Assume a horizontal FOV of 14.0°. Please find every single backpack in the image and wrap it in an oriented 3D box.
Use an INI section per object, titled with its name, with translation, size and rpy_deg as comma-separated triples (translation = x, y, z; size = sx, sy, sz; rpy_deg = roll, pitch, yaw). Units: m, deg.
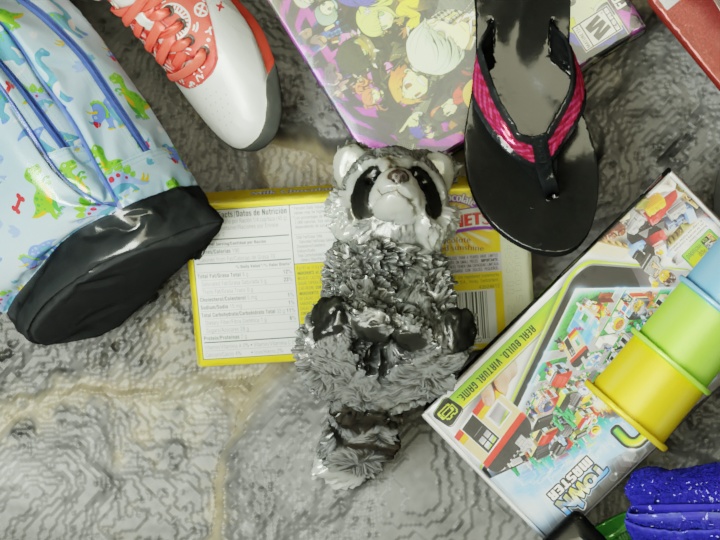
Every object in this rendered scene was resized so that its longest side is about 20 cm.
[backpack]
translation = -0.192, -0.072, 1.671
size = 0.153, 0.163, 0.200
rpy_deg = -7, 71, -39

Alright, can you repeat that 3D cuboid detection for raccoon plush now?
[raccoon plush]
translation = -0.003, 0.017, 1.672
size = 0.097, 0.200, 0.134
rpy_deg = 15, 51, -20

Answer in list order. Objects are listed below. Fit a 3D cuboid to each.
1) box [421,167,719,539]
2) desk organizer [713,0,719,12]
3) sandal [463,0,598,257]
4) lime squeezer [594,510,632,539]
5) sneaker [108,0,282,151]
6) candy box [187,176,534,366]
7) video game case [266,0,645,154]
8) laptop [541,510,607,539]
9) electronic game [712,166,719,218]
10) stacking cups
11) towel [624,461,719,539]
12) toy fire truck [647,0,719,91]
[box]
translation = 0.143, 0.049, 1.678
size = 0.110, 0.035, 0.200
rpy_deg = 45, 98, 0
[desk organizer]
translation = 0.217, -0.176, 1.574
size = 0.072, 0.077, 0.200
rpy_deg = -30, 87, 2
[sandal]
translation = 0.094, -0.107, 1.660
size = 0.075, 0.045, 0.201
rpy_deg = -4, 82, -3
[lime squeezer]
translation = 0.161, 0.167, 1.706
size = 0.199, 0.038, 0.071
rpy_deg = 6, 119, 2
[sneaker]
translation = -0.125, -0.154, 1.683
size = 0.067, 0.108, 0.202
rpy_deg = -28, 81, 42
[candy box]
translation = 0.000, 0.000, 1.704
size = 0.199, 0.026, 0.103
rpy_deg = -3, 106, 2
[video game case]
translation = 0.039, -0.176, 1.718
size = 0.181, 0.036, 0.200
rpy_deg = -32, 87, 3
[laptop]
translation = 0.108, 0.276, 1.677
size = 0.200, 0.116, 0.187
rpy_deg = -43, 87, -10
[electronic game]
translation = 0.304, -0.032, 1.696
size = 0.199, 0.042, 0.201
rpy_deg = -1, 86, 11
[stacking cups]
translation = 0.210, 0.006, 1.627
size = 0.060, 0.061, 0.200
rpy_deg = 40, 90, 3
[towel]
translation = 0.243, 0.172, 1.600
size = 0.050, 0.200, 0.148
rpy_deg = -40, 114, -40
[toy fire truck]
translation = 0.266, -0.172, 1.668
size = 0.200, 0.112, 0.168
rpy_deg = -38, 87, 0
